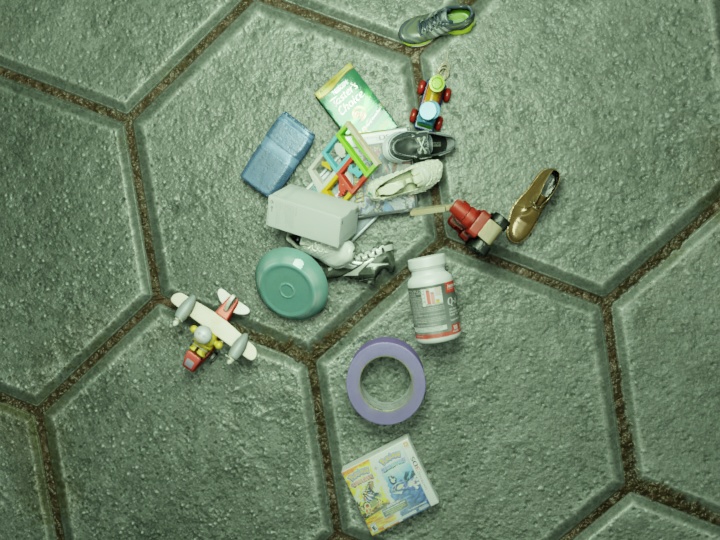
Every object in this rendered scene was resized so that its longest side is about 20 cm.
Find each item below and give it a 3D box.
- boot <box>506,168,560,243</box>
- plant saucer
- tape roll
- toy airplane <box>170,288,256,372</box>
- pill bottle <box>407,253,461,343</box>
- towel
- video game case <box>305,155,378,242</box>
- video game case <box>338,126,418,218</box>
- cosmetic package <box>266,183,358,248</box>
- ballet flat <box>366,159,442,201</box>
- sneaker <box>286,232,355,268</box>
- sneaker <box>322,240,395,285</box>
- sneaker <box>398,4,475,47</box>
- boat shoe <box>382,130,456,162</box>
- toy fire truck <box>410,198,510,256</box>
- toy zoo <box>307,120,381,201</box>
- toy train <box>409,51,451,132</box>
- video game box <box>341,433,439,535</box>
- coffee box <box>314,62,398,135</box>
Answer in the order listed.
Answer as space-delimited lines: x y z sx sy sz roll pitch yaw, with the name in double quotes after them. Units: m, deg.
0.419 -0.159 1.419 0.073 0.075 0.203 29 96 0 "boot"
-0.177 0.043 1.447 0.195 0.036 0.205 6 117 12 "plant saucer"
0.064 0.274 1.460 0.194 0.085 0.206 0 93 3 "tape roll"
-0.367 0.144 1.454 0.195 0.141 0.205 -9 92 5 "toy airplane"
0.176 0.068 1.425 0.113 0.116 0.205 -10 93 4 "pill bottle"
-0.207 -0.288 1.468 0.111 0.049 0.202 37 94 2 "towel"
-0.047 -0.171 1.475 0.200 0.023 0.182 -43 90 5 "video game case"
0.045 -0.238 1.431 0.176 0.026 0.205 -7 99 0 "video game case"
-0.113 -0.133 1.395 0.196 0.113 0.083 20 120 19 "cosmetic package"
0.110 -0.208 1.392 0.196 0.072 0.073 -21 91 2 "ballet flat"
-0.100 -0.055 1.415 0.196 0.087 0.076 11 85 34 "sneaker"
0.000 0.000 1.459 0.196 0.066 0.093 -19 89 2 "sneaker"
0.185 -0.602 1.408 0.195 0.081 0.076 -16 91 5 "sneaker"
0.144 -0.296 1.382 0.196 0.067 0.074 -8 99 -33 "boat shoe"
0.229 -0.121 1.382 0.199 0.176 0.130 39 95 1 "toy fire truck"
-0.050 -0.240 1.410 0.200 0.020 0.132 -44 77 33 "toy zoo"
0.181 -0.443 1.399 0.083 0.116 0.205 16 94 2 "toy train"
0.076 0.547 1.493 0.197 0.047 0.185 -28 88 5 "video game box"
-0.011 -0.396 1.450 0.122 0.044 0.202 -37 90 5 "coffee box"
